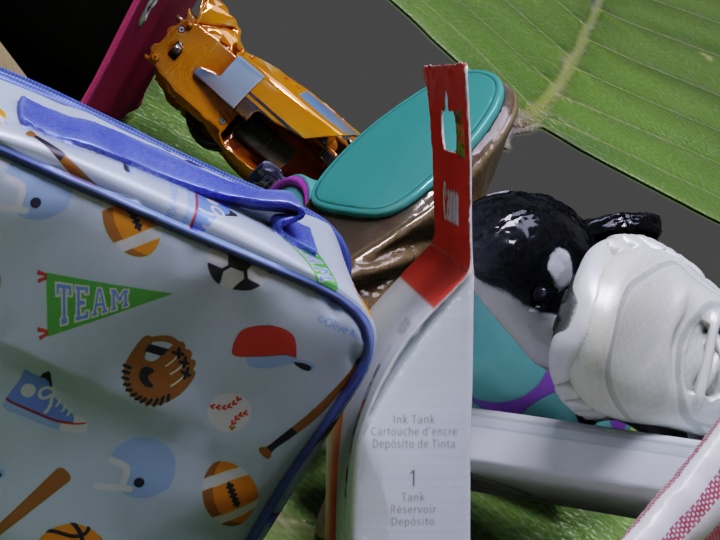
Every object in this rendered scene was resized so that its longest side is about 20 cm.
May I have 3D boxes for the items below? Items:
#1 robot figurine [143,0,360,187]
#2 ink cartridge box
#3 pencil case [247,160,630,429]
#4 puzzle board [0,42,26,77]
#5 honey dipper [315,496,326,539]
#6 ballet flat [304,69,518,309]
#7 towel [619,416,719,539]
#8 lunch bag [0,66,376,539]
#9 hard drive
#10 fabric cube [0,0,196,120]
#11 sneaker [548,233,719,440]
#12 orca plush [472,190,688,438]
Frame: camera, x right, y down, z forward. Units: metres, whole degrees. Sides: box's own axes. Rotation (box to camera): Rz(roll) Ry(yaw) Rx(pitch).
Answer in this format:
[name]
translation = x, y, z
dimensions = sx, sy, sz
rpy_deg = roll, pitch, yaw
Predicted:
[robot figurine]
translation = -0.015, -0.046, 1.349
dimensions = 0.200, 0.058, 0.145
rpy_deg = 40, -2, 0
[ink cartridge box]
translation = 0.011, 0.028, 1.000
dimensions = 0.050, 0.201, 0.162
rpy_deg = -3, 4, -3
[pencil case]
translation = 0.030, 0.029, 1.250
dimensions = 0.199, 0.086, 0.092
rpy_deg = 25, -23, -22
[puzzle board]
translation = -0.124, -0.026, 1.074
dimensions = 0.200, 0.017, 0.151
rpy_deg = 56, 10, -43
[honey dipper]
translation = 0.075, 0.137, 1.124
dimensions = 0.199, 0.038, 0.038
rpy_deg = 30, 18, -12
[ballet flat]
translation = 0.000, 0.000, 1.151
dimensions = 0.068, 0.200, 0.073
rpy_deg = 12, -43, 43
[towel]
translation = 0.130, 0.146, 0.913
dimensions = 0.030, 0.147, 0.200
rpy_deg = 19, -28, 46
[lunch bag]
translation = -0.097, 0.021, 0.946
dimensions = 0.199, 0.161, 0.076
rpy_deg = 23, 20, -22
[hard drive]
translation = 0.094, 0.080, 1.125
dimensions = 0.199, 0.027, 0.132
rpy_deg = 8, -9, 27
[fabric cube]
translation = -0.165, -0.183, 1.309
dimensions = 0.199, 0.197, 0.199
rpy_deg = 32, 17, 2
[sneaker]
translation = 0.143, 0.038, 1.086
dimensions = 0.081, 0.076, 0.200
rpy_deg = 16, -2, 38
[orca plush]
translation = 0.100, 0.012, 1.131
dimensions = 0.200, 0.071, 0.105
rpy_deg = 49, 10, -45
